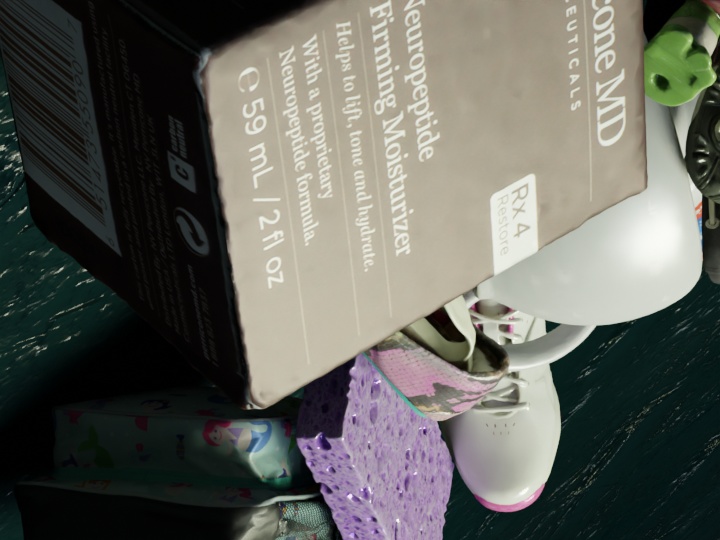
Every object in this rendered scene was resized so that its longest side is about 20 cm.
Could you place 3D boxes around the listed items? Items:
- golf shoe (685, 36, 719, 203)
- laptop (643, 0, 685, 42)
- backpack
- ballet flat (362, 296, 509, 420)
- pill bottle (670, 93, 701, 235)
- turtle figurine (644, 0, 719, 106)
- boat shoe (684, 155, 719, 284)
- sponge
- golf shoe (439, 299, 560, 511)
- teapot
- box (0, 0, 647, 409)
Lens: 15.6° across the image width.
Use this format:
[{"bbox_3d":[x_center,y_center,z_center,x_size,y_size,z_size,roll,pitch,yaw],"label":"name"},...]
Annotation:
[{"bbox_3d":[0.210,-0.098,1.332,0.088,0.077,0.200,-32,-161,54],"label":"golf shoe"},{"bbox_3d":[0.250,-0.175,1.449,0.177,0.103,0.200,-47,-172,25],"label":"laptop"},{"bbox_3d":[-0.083,0.141,1.474,0.177,0.151,0.200,3,174,27],"label":"backpack"},{"bbox_3d":[0.000,0.000,1.329,0.071,0.200,0.069,-34,-152,31],"label":"ballet flat"},{"bbox_3d":[0.165,-0.070,1.541,0.112,0.112,0.200,-41,162,10],"label":"pill bottle"},{"bbox_3d":[0.186,-0.183,1.239,0.194,0.199,0.144,-49,128,-32],"label":"turtle figurine"},{"bbox_3d":[0.202,-0.060,1.400,0.060,0.200,0.074,-14,128,11],"label":"boat shoe"},{"bbox_3d":[0.012,0.100,1.443,0.030,0.112,0.200,-2,143,17],"label":"sponge"},{"bbox_3d":[0.075,0.038,1.533,0.075,0.201,0.092,-6,166,8],"label":"golf shoe"},{"bbox_3d":[0.083,-0.051,1.354,0.145,0.201,0.197,-17,178,0],"label":"teapot"},{"bbox_3d":[-0.017,-0.087,1.008,0.200,0.164,0.166,-29,133,-25],"label":"box"}]
